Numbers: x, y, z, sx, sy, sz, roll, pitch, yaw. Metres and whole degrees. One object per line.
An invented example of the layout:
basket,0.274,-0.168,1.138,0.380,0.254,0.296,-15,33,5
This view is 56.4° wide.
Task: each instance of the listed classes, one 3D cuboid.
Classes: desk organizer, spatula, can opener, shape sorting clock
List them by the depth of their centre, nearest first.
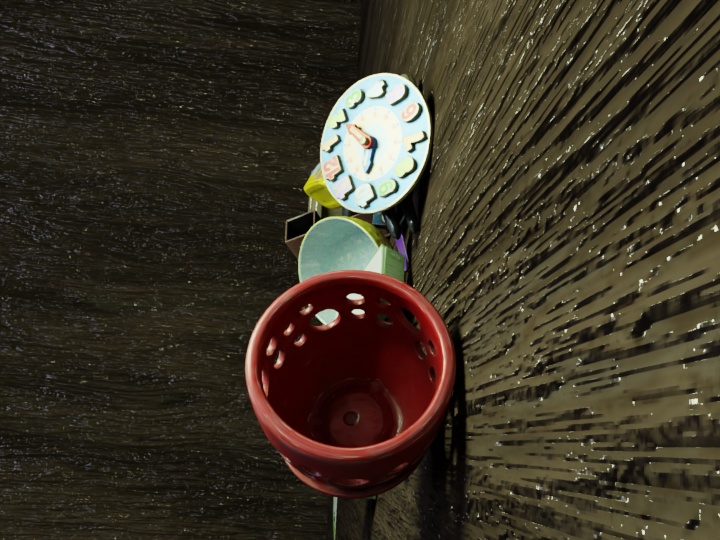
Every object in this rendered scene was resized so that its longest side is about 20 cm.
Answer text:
shape sorting clock,0.016,-0.181,0.956,0.199,0.039,0.201,-3,86,43
can opener,0.043,-0.133,1.001,0.079,0.063,0.201,45,-161,-55
spatula,0.068,-0.099,1.057,0.057,0.020,0.201,114,160,-76
desk organizer,-0.048,-0.086,1.345,0.072,0.199,0.077,-93,-22,-44

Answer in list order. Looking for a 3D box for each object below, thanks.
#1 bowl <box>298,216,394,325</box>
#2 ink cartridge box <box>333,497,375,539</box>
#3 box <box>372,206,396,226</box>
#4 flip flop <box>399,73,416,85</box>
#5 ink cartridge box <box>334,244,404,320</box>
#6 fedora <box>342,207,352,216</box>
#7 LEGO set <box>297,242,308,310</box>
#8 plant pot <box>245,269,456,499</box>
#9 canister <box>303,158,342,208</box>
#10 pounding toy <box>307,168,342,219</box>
bowl,0.000,0.000,1.148,0.107,0.199,0.201,-16,-62,-48
ink cartridge box,-0.012,0.399,1.276,0.148,0.075,0.201,-114,27,-81
box,0.046,-0.143,1.171,0.200,0.037,0.138,-39,-47,-87
flip flop,0.062,-0.230,1.018,0.081,0.057,0.201,99,170,-49
ink cartridge box,0.006,0.073,0.969,0.146,0.048,0.200,-53,17,32
fedora,0.004,-0.138,1.515,0.201,0.091,0.202,-178,90,-88
LEGO set,-0.036,0.023,1.286,0.116,0.199,0.154,86,172,-59
plant pot,-0.006,0.130,0.694,0.183,0.199,0.201,86,-176,-54
canister,-0.018,-0.224,1.288,0.201,0.086,0.148,-60,18,-12
pounding toy,-0.038,-0.196,1.738,0.142,0.183,0.201,-177,91,-74
